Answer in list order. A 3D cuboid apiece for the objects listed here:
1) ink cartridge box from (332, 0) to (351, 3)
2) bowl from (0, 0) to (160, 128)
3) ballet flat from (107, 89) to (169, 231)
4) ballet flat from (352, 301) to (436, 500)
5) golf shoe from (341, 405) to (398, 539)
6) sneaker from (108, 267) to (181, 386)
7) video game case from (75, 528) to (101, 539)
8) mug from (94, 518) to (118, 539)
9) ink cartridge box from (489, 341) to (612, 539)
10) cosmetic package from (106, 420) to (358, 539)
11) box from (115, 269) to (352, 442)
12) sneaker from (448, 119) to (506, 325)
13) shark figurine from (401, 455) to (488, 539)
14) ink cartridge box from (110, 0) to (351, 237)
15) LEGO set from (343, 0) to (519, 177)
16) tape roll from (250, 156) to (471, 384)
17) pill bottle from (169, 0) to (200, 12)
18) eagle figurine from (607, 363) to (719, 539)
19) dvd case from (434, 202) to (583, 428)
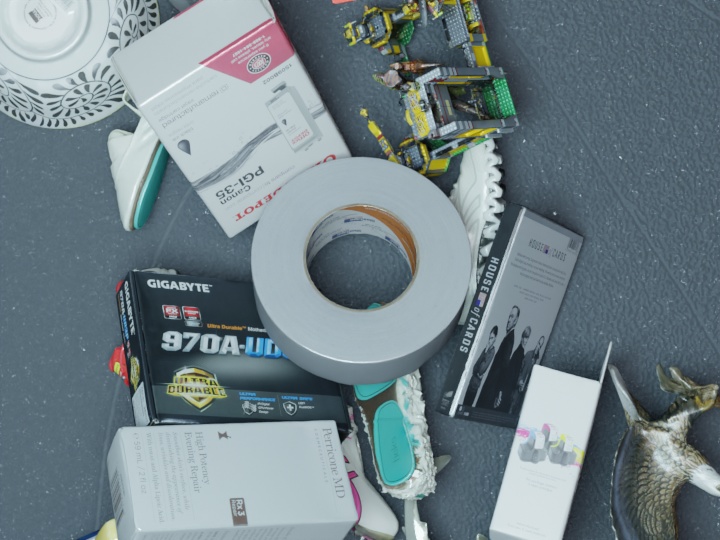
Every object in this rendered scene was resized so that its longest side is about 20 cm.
[{"bbox_3d":[0.059,-0.352,1.476,0.198,0.057,0.164,-10,92,-6],"label":"ink cartridge box"},{"bbox_3d":[-0.293,-0.237,1.448,0.199,0.094,0.202,0,92,-1],"label":"bowl"},{"bbox_3d":[-0.203,-0.138,1.468,0.069,0.069,0.201,22,84,-2],"label":"ballet flat"},{"bbox_3d":[0.034,0.130,1.466,0.071,0.072,0.201,-8,60,-1],"label":"ballet flat"},{"bbox_3d":[-0.028,0.177,1.474,0.200,0.073,0.092,45,89,-2],"label":"golf shoe"},{"bbox_3d":[-0.198,0.100,1.475,0.084,0.077,0.202,-7,81,4],"label":"sneaker"},{"bbox_3d":[-0.267,0.357,1.487,0.199,0.045,0.182,-23,91,0],"label":"video game case"},{"bbox_3d":[-0.145,0.233,1.422,0.185,0.153,0.150,20,52,-10],"label":"mug"},{"bbox_3d":[0.177,0.165,1.440,0.067,0.115,0.201,15,73,9],"label":"ink cartridge box"},{"bbox_3d":[-0.111,0.189,1.323,0.199,0.074,0.102,-1,57,-23],"label":"cosmetic package"},{"bbox_3d":[-0.116,0.085,1.404,0.199,0.046,0.160,7,53,-29],"label":"box"},{"bbox_3d":[0.101,-0.044,1.476,0.080,0.075,0.202,0,90,9],"label":"sneaker"},{"bbox_3d":[0.072,0.285,1.481,0.215,0.089,0.128,52,56,-10],"label":"shark figurine"},{"bbox_3d":[-0.111,-0.146,1.399,0.146,0.200,0.083,-32,49,0],"label":"ink cartridge box"},{"bbox_3d":[0.048,-0.179,1.410,0.153,0.115,0.202,-11,89,41],"label":"LEGO set"},{"bbox_3d":[0.000,0.000,1.403,0.199,0.066,0.202,1,68,-2],"label":"tape roll"},{"bbox_3d":[-0.143,-0.299,1.390,0.112,0.200,0.114,0,85,3],"label":"pill bottle"},{"bbox_3d":[0.281,0.196,1.433,0.151,0.151,0.201,28,87,-29],"label":"eagle figurine"},{"bbox_3d":[0.142,0.047,1.442,0.025,0.150,0.201,19,90,30],"label":"dvd case"}]
